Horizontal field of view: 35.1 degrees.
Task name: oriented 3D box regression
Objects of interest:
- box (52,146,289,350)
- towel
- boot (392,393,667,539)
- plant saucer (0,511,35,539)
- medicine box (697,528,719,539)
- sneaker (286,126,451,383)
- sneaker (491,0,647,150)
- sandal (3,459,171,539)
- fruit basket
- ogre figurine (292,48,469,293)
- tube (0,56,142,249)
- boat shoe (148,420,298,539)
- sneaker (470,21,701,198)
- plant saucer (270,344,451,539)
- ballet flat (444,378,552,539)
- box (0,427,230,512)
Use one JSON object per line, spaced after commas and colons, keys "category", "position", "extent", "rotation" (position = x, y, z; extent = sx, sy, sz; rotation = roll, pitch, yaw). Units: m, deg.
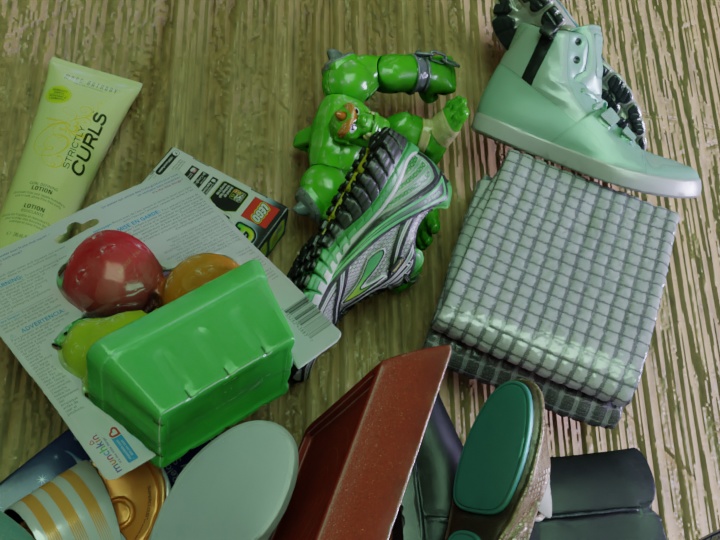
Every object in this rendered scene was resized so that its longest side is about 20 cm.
{"category": "box", "position": [-0.148, 0.004, 0.840], "extent": [0.109, 0.035, 0.201], "rotation": [28, 54, 9]}
{"category": "towel", "position": [0.149, 0.013, 0.901], "extent": [0.164, 0.086, 0.201], "rotation": [21, 50, 5]}
{"category": "boot", "position": [0.120, 0.145, 0.841], "extent": [0.197, 0.066, 0.167], "rotation": [-1, 77, -9]}
{"category": "plant saucer", "position": [-0.266, 0.231, 0.665], "extent": [0.197, 0.036, 0.203], "rotation": [0, 89, -1]}
{"category": "medicine box", "position": [0.206, 0.282, 0.723], "extent": [0.102, 0.200, 0.183], "rotation": [33, 61, 3]}
{"category": "sneaker", "position": [0.000, 0.000, 0.846], "extent": [0.085, 0.078, 0.201], "rotation": [31, 95, -13]}
{"category": "sneaker", "position": [0.196, -0.175, 1.018], "extent": [0.201, 0.077, 0.080], "rotation": [60, 28, 2]}
{"category": "sandal", "position": [-0.204, 0.184, 0.708], "extent": [0.206, 0.059, 0.079], "rotation": [-35, 78, -22]}
{"category": "fruit basket", "position": [-0.143, 0.028, 0.761], "extent": [0.184, 0.094, 0.200], "rotation": [-30, 53, -31]}
{"category": "ogre figurine", "position": [0.012, -0.094, 0.922], "extent": [0.119, 0.098, 0.202], "rotation": [17, 93, -20]}
{"category": "tube", "position": [-0.233, -0.082, 0.875], "extent": [0.058, 0.052, 0.202], "rotation": [44, 45, -38]}
{"category": "boat shoe", "position": [-0.101, 0.191, 0.742], "extent": [0.070, 0.070, 0.201], "rotation": [25, 78, 14]}
{"category": "sneaker", "position": [0.203, -0.137, 0.942], "extent": [0.198, 0.074, 0.119], "rotation": [22, 98, 4]}
{"category": "plant saucer", "position": [-0.023, 0.155, 0.723], "extent": [0.036, 0.200, 0.201], "rotation": [26, 60, -9]}
{"category": "ballet flat", "position": [0.093, 0.176, 0.773], "extent": [0.065, 0.070, 0.202], "rotation": [28, 78, -34]}
{"category": "box", "position": [-0.172, 0.164, 0.778], "extent": [0.121, 0.032, 0.200], "rotation": [45, 63, 9]}
